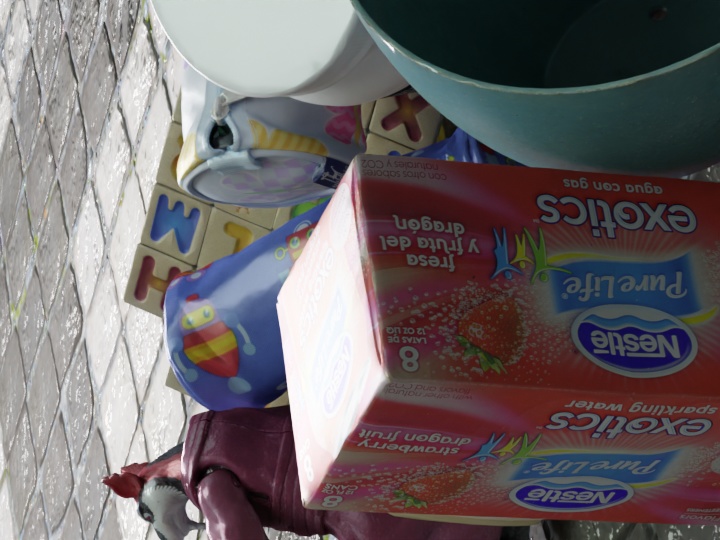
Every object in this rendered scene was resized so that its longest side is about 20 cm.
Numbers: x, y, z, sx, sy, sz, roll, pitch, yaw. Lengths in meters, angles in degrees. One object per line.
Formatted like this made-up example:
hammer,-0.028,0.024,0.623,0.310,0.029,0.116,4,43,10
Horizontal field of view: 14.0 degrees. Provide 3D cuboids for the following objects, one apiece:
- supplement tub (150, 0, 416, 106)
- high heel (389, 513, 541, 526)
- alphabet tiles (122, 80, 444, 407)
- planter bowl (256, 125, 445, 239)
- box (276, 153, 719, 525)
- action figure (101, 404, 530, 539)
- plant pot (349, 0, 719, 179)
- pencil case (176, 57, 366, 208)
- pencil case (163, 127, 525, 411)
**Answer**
supplement tub,0.018,-0.145,1.243,0.140,0.200,0.141,9,105,38
high heel,0.063,0.026,1.161,0.071,0.200,0.143,5,95,36
alphabet tiles,-0.028,-0.013,1.425,0.006,0.166,0.201,-35,-35,-63
planter bowl,-0.028,-0.015,1.500,0.200,0.083,0.201,-176,90,-70
box,0.080,0.029,1.076,0.103,0.199,0.095,122,146,-52
action figure,-0.020,0.096,1.332,0.134,0.199,0.149,-83,-4,-51
plant pot,0.101,-0.110,1.108,0.135,0.199,0.201,63,-167,-53
pencil case,-0.045,-0.128,1.338,0.083,0.091,0.201,-15,68,38
pencil case,0.000,0.000,1.370,0.200,0.087,0.078,-28,73,26
